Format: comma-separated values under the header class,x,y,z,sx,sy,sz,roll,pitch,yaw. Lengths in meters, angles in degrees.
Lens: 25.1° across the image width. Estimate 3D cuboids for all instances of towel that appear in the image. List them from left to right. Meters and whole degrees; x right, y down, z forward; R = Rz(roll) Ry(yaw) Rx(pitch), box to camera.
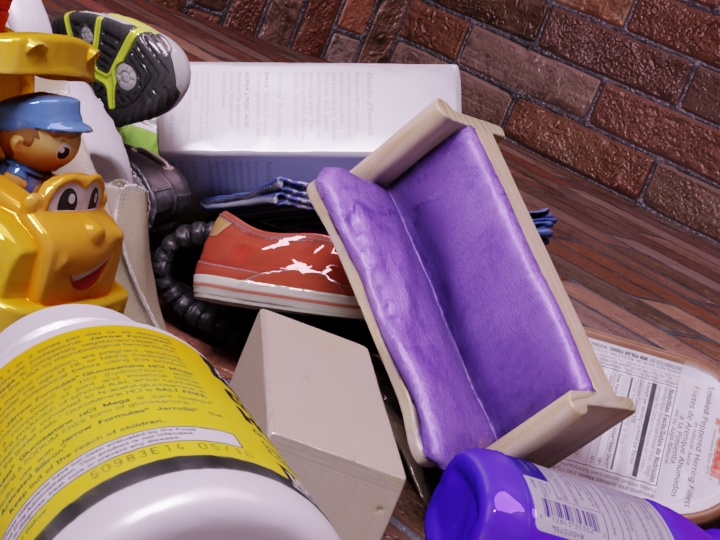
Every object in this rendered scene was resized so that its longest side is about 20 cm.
class,x,y,z,sx,sy,sz,roll,pitch,yaw
towel,0.011,-0.037,1.058,0.199,0.024,0.145,7,-4,-23

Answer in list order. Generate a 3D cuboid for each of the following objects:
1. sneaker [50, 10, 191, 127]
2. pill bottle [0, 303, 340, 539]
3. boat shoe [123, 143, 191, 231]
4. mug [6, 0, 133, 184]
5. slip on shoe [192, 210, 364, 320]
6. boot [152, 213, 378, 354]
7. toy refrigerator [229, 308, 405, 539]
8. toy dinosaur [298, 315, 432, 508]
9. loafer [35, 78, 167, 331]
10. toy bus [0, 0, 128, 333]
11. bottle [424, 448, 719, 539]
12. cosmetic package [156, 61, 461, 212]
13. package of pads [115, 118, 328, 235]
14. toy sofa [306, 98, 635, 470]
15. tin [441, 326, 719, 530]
class,x,y,z,sx,sy,sz,roll,pitch,yaw
sneaker,-0.164,-0.130,1.033,0.076,0.076,0.200,-16,14,-38
pill bottle,-0.083,0.085,0.566,0.112,0.113,0.200,17,12,-27
boat shoe,-0.185,-0.059,1.076,0.060,0.074,0.200,-16,17,-35
mug,-0.218,-0.090,0.933,0.147,0.200,0.175,-23,45,-39
slip on shoe,0.000,0.000,0.975,0.199,0.061,0.074,7,-4,0
boot,-0.031,0.016,1.085,0.210,0.080,0.158,11,4,-1
toy refrigerator,-0.027,0.087,0.766,0.070,0.076,0.200,20,10,-9
toy dinosaur,-0.006,0.076,0.957,0.088,0.048,0.200,26,13,-17
loafer,-0.135,-0.015,0.840,0.200,0.068,0.076,59,-9,-12
toy bus,-0.184,-0.074,0.731,0.200,0.192,0.136,27,10,15
bottle,0.133,0.149,0.810,0.200,0.065,0.084,19,18,-19
cosmetic package,-0.034,-0.088,1.089,0.199,0.074,0.102,-1,-20,-3
package of pads,-0.097,-0.060,1.226,0.200,0.068,0.154,20,-17,-12
toy sofa,0.057,0.011,0.873,0.097,0.083,0.200,11,49,-49
tin,0.131,0.089,0.928,0.199,0.112,0.042,16,-25,5
